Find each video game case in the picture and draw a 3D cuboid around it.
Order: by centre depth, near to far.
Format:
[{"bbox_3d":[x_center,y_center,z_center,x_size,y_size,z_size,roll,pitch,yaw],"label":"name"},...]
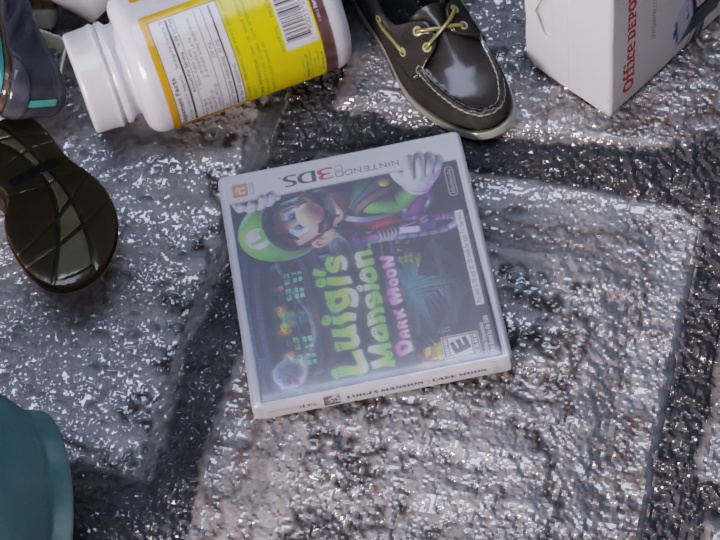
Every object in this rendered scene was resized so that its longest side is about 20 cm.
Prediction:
[{"bbox_3d":[0.000,0.000,1.466,0.182,0.023,0.200,-11,56,0],"label":"video game case"}]

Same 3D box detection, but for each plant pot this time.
[{"bbox_3d":[-0.262,0.152,1.319,0.134,0.200,0.200,-1,52,-26],"label":"plant pot"}]

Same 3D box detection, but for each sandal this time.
[{"bbox_3d":[-0.232,-0.043,1.512,0.082,0.055,0.200,-27,43,-17],"label":"sandal"}]

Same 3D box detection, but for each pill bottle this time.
[{"bbox_3d":[-0.115,-0.172,1.542,0.200,0.109,0.109,-20,57,-6],"label":"pill bottle"}]

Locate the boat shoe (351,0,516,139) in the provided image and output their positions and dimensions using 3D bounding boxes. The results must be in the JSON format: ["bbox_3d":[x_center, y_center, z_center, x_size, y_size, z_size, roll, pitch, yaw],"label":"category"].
[{"bbox_3d":[0.048,-0.180,1.554,0.072,0.061,0.201,-30,58,-12],"label":"boat shoe"}]

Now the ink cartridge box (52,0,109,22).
[{"bbox_3d":[-0.176,-0.310,1.572,0.085,0.144,0.200,28,65,-19],"label":"ink cartridge box"}]

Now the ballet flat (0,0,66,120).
[{"bbox_3d":[-0.263,-0.184,1.600,0.073,0.073,0.200,-18,45,-4],"label":"ballet flat"}]

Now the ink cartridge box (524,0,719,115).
[{"bbox_3d":[0.217,-0.234,1.515,0.086,0.147,0.200,37,69,25],"label":"ink cartridge box"}]
